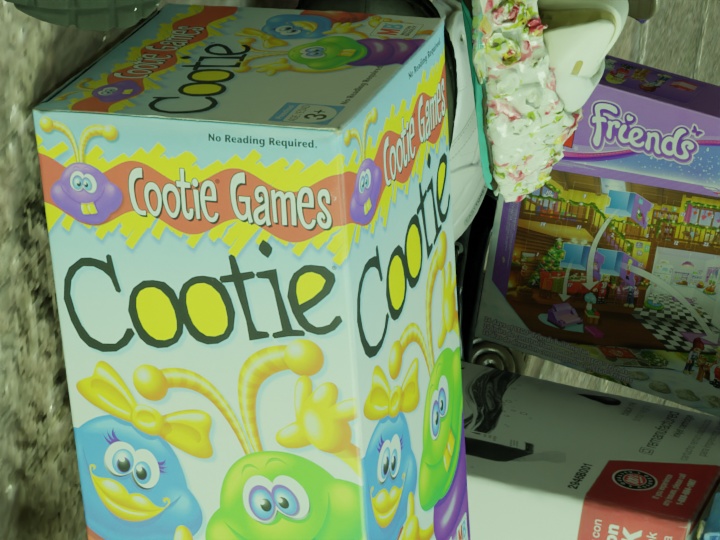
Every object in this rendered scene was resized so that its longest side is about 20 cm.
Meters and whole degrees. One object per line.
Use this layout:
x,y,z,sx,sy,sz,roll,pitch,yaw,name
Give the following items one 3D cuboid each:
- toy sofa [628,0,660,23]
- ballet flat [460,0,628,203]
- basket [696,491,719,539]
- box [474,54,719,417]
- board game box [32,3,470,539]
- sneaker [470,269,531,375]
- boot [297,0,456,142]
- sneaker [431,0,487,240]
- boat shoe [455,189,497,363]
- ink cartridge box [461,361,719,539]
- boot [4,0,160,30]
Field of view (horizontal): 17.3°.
0.121,-0.228,1.173,0.083,0.097,0.201,-55,153,-53,toy sofa
0.067,-0.116,0.883,0.076,0.063,0.201,-63,148,-56,ballet flat
0.216,0.129,0.935,0.200,0.175,0.140,83,25,-75,basket
0.155,-0.008,1.032,0.039,0.199,0.138,-39,143,-56,box
-0.029,0.026,0.778,0.105,0.102,0.201,-51,141,-58,board game box
0.030,0.091,1.226,0.201,0.070,0.076,-64,180,-29,sneaker
0.000,0.000,0.906,0.131,0.067,0.201,-87,-179,-51,boot
0.044,-0.108,1.041,0.100,0.074,0.201,64,41,-62,sneaker
0.053,-0.041,1.171,0.069,0.056,0.201,64,43,-67,boat shoe
0.057,0.104,1.048,0.144,0.199,0.084,-36,135,-67,ink cartridge box
-0.063,-0.172,0.623,0.201,0.067,0.131,90,15,-47,boot
